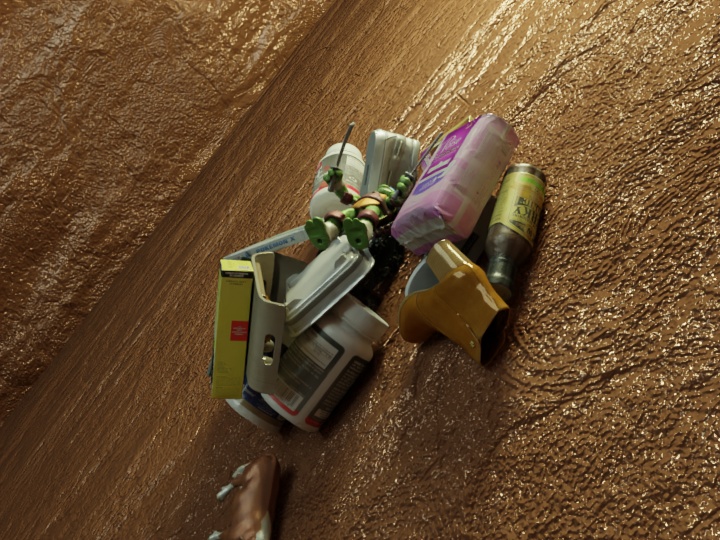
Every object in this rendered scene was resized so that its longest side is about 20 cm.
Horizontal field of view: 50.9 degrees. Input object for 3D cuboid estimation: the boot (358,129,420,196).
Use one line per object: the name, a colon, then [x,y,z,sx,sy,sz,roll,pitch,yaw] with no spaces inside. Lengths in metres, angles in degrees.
boot: [0.051,-0.135,1.296,0.074,0.095,0.201,-154,74,-74]

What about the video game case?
video game case: [-0.121,-0.062,1.355,0.182,0.022,0.200,-18,7,27]

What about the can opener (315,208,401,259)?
can opener: [-0.002,-0.078,1.360,0.200,0.079,0.063,-42,26,-10]

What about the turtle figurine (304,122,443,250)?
turtle figurine: [0.001,-0.123,1.135,0.194,0.144,0.200,-52,-12,-50]

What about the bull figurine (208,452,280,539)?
bull figurine: [-0.167,0.368,1.115,0.121,0.065,0.200,-30,33,37]

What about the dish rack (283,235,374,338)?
dish rack: [-0.062,0.012,1.188,0.172,0.044,0.200,-43,14,6]

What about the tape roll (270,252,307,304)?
tape roll: [-0.167,0.069,1.413,0.202,0.071,0.203,-37,44,47]

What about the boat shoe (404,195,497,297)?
boat shoe: [0.131,-0.029,1.105,0.200,0.070,0.066,-54,17,-3]

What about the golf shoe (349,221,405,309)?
golf shoe: [0.000,0.000,1.271,0.094,0.078,0.200,14,68,53]

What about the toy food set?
toy food set: [-0.139,0.074,1.151,0.200,0.060,0.144,-117,34,-64]

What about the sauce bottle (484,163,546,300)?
sauce bottle: [0.202,-0.051,1.008,0.065,0.065,0.200,-23,40,49]

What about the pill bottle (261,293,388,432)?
pill bottle: [-0.053,0.135,1.159,0.200,0.114,0.114,-53,24,1]

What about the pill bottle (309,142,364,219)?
pill bottle: [-0.041,-0.175,1.551,0.111,0.111,0.200,-39,28,30]

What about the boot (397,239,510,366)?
boot: [0.119,0.073,0.980,0.144,0.071,0.202,57,148,34]

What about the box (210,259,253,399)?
box: [-0.196,0.089,1.148,0.075,0.050,0.201,-137,53,-73]

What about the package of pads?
package of pads: [0.133,-0.121,1.063,0.120,0.076,0.200,-18,36,56]

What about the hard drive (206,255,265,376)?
hard drive: [-0.199,0.082,1.281,0.140,0.033,0.201,46,-121,-81]

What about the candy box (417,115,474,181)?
candy box: [0.150,-0.152,1.243,0.117,0.056,0.200,-33,32,37]

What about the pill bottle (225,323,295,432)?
pill bottle: [-0.128,0.159,1.266,0.200,0.111,0.111,-55,24,-4]
